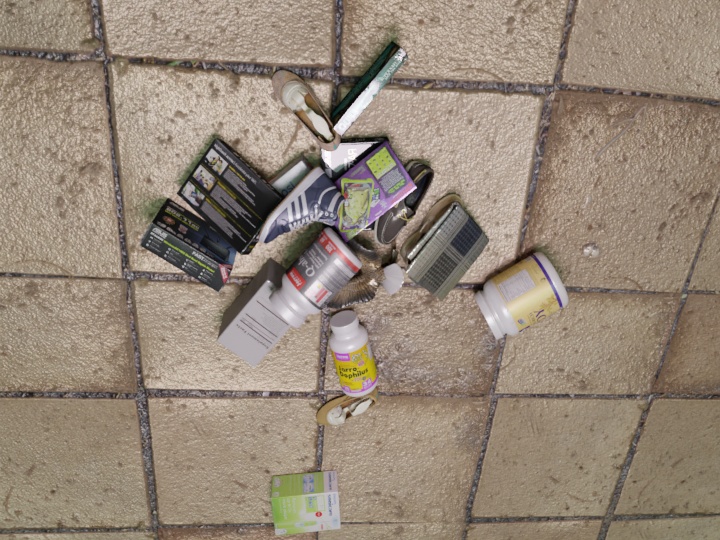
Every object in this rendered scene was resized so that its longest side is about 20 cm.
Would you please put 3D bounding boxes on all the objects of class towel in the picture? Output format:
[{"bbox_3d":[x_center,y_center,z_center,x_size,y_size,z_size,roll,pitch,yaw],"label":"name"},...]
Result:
[{"bbox_3d":[0.202,-0.040,1.327,0.202,0.035,0.191,-51,137,5],"label":"towel"}]

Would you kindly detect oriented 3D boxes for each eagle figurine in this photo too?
[{"bbox_3d":[-0.003,0.003,1.316,0.193,0.156,0.152,3,144,-24],"label":"eagle figurine"}]

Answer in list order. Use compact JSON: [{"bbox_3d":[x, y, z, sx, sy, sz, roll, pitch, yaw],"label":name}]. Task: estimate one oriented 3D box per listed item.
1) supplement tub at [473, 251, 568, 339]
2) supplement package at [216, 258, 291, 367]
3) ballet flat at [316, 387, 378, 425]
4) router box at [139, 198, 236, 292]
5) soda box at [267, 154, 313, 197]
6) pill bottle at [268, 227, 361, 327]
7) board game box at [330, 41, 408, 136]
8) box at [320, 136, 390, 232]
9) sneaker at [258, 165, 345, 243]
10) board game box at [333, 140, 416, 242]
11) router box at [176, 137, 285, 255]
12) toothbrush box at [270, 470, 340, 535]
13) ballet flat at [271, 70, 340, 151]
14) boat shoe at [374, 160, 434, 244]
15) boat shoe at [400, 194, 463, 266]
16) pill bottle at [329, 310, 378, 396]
[{"bbox_3d":[0.390,0.065,1.379,0.196,0.147,0.147,-31,115,9],"label":"supplement tub"},{"bbox_3d":[-0.234,0.101,1.344,0.119,0.122,0.200,37,107,-21],"label":"supplement package"},{"bbox_3d":[-0.038,0.374,1.523,0.196,0.064,0.069,-32,114,10],"label":"ballet flat"},{"bbox_3d":[-0.369,-0.058,1.242,0.197,0.151,0.063,34,109,-20],"label":"router box"},{"bbox_3d":[-0.186,-0.167,1.258,0.197,0.064,0.069,-36,111,11],"label":"soda box"},{"bbox_3d":[-0.099,0.018,1.215,0.200,0.116,0.116,-46,112,3],"label":"pill bottle"},{"bbox_3d":[0.014,-0.372,1.144,0.028,0.136,0.200,37,106,-20],"label":"board game box"},{"bbox_3d":[-0.010,-0.193,1.275,0.154,0.044,0.207,-3,115,-5],"label":"box"},{"bbox_3d":[-0.117,-0.110,1.176,0.108,0.070,0.201,42,82,-1],"label":"sneaker"},{"bbox_3d":[0.013,-0.170,1.228,0.197,0.032,0.122,-35,90,11],"label":"board game box"},{"bbox_3d":[-0.275,-0.157,1.206,0.199,0.051,0.150,42,98,5],"label":"router box"},{"bbox_3d":[-0.158,0.676,1.638,0.192,0.087,0.151,-4,116,-6],"label":"toothbrush box"},{"bbox_3d":[-0.110,-0.335,1.163,0.068,0.067,0.200,-43,97,5],"label":"ballet flat"},{"bbox_3d":[0.097,-0.147,1.263,0.071,0.060,0.206,25,93,-42],"label":"boat shoe"},{"bbox_3d":[0.173,-0.089,1.329,0.072,0.065,0.200,37,106,-20],"label":"boat shoe"},{"bbox_3d":[-0.021,0.209,1.426,0.100,0.105,0.206,-14,115,1],"label":"pill bottle"}]
